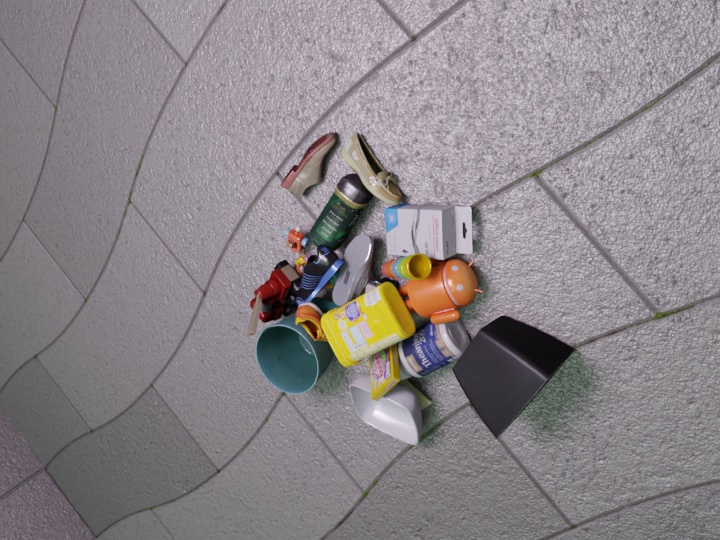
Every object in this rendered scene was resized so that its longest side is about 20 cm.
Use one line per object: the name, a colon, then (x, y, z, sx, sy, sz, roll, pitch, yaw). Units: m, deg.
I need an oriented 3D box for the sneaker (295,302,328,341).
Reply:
sneaker: (-0.092, 0.161, 1.401, 0.199, 0.078, 0.073, 33, 138, -25)

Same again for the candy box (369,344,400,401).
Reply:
candy box: (0.058, 0.220, 1.365, 0.026, 0.201, 0.102, 21, 129, -20)

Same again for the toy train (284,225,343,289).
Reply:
toy train: (-0.128, -0.022, 1.425, 0.199, 0.056, 0.151, 32, 143, 13)

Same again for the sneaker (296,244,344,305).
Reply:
sneaker: (-0.121, 0.013, 1.373, 0.078, 0.070, 0.200, 43, 126, 1)

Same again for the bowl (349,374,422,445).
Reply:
bowl: (0.079, 0.360, 1.428, 0.199, 0.075, 0.201, 18, 140, 29)

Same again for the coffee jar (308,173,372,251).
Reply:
coffee jar: (-0.045, -0.147, 1.342, 0.085, 0.104, 0.200, 38, 120, 8)

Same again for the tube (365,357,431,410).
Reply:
tube: (0.099, 0.303, 1.448, 0.200, 0.058, 0.052, 44, 86, 3)

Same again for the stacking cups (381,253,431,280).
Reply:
stacking cups: (0.102, -0.001, 1.278, 0.061, 0.060, 0.200, 63, 162, -4)

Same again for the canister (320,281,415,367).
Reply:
canister: (0.018, 0.131, 1.297, 0.199, 0.086, 0.149, -31, 85, 34)

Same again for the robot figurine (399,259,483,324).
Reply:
robot figurine: (0.190, 0.041, 1.275, 0.199, 0.144, 0.117, -21, 117, 30)

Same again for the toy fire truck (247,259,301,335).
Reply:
toy fire truck: (-0.252, 0.094, 1.445, 0.129, 0.199, 0.176, 50, 143, 15)

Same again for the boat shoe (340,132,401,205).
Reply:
boat shoe: (0.034, -0.241, 1.291, 0.201, 0.073, 0.063, 51, 122, 14)

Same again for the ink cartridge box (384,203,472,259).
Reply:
ink cartridge box: (0.157, -0.092, 1.253, 0.199, 0.067, 0.117, 7, 108, 39)

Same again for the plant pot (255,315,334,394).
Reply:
plant pot: (-0.163, 0.215, 1.488, 0.199, 0.161, 0.202, 9, 110, 24)

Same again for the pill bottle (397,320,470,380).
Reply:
pill bottle: (0.164, 0.199, 1.341, 0.200, 0.111, 0.111, -34, 89, 31)

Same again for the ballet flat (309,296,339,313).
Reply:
ballet flat: (-0.049, 0.130, 1.462, 0.199, 0.067, 0.067, 20, 137, 13)

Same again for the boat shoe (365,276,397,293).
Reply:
boat shoe: (0.051, 0.112, 1.379, 0.074, 0.093, 0.201, 21, 113, 27)

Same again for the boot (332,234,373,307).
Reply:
boot: (0.000, 0.000, 1.376, 0.073, 0.095, 0.201, 36, 112, 31)

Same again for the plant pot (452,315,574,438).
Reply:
plant pot: (0.332, 0.221, 1.224, 0.177, 0.199, 0.200, 40, 121, 22)

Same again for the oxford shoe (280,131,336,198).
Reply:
oxford shoe: (-0.119, -0.269, 1.375, 0.075, 0.071, 0.200, 37, 122, -19)
